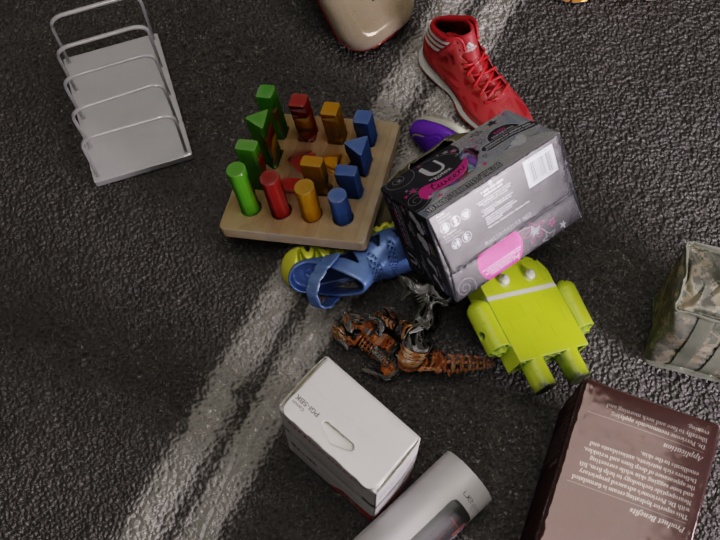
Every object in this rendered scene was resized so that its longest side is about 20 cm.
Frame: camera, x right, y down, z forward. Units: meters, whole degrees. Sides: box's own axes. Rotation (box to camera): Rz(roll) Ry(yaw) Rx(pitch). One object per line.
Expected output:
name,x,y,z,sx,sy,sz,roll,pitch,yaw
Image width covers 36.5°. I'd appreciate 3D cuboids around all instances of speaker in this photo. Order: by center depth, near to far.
speaker,0.060,0.307,1.289,0.200,0.081,0.081,-40,75,-14

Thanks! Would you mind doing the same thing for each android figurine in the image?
android figurine,0.209,0.055,1.370,0.181,0.041,0.201,-8,64,-34

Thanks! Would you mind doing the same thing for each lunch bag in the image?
lunch bag,0.464,0.067,1.329,0.198,0.164,0.118,15,65,6

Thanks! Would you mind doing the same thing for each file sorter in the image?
file sorter,-0.324,-0.243,1.465,0.138,0.125,0.201,-17,71,-5

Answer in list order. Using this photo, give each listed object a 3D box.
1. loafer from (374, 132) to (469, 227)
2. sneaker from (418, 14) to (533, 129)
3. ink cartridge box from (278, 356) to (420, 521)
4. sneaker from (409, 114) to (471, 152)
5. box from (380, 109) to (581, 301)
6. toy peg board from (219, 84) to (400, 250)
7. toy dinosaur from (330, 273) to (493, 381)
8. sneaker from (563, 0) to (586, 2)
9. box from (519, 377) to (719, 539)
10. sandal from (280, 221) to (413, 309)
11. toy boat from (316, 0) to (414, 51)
loafer,0.068,-0.110,1.410,0.200,0.070,0.075,-44,67,18
sneaker,0.156,-0.264,1.475,0.200,0.116,0.078,40,75,13
ink cartridge box,-0.012,0.199,1.263,0.147,0.200,0.083,40,74,13
sneaker,0.133,-0.123,1.449,0.199,0.070,0.100,36,76,13
box,0.146,-0.083,1.321,0.199,0.133,0.115,-33,35,-15
toy peg board,-0.070,-0.143,1.400,0.197,0.098,0.201,6,57,16
toy dinosaur,0.067,0.080,1.378,0.198,0.102,0.137,18,92,-9
sneaker,0.352,-0.435,1.557,0.198,0.077,0.079,-2,72,1
box,0.293,0.258,1.260,0.165,0.164,0.201,20,72,6
sandal,0.000,0.000,1.389,0.198,0.080,0.087,-18,35,1
toy boat,-0.021,-0.413,1.530,0.130,0.131,0.201,-35,116,-12
